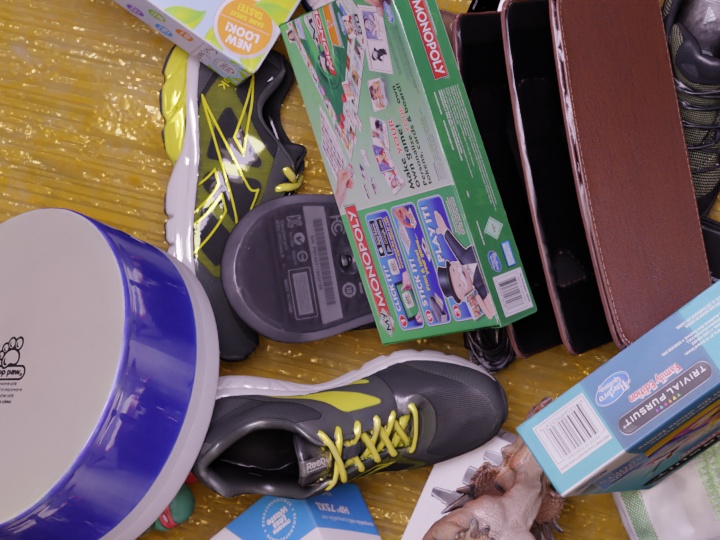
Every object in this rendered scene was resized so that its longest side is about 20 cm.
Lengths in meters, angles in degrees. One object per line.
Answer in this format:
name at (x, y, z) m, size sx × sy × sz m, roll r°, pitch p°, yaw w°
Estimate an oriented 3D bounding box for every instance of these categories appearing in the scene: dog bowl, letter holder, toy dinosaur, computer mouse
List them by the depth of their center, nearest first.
letter holder at (0.112, -0.054, 1.259) m, size 0.100 × 0.142 × 0.201 m, roll -10°, pitch 93°, yaw 30°
toy dinosaur at (0.054, 0.169, 1.296) m, size 0.199 × 0.136 × 0.086 m, roll -32°, pitch 103°, yaw -3°
dog bowl at (-0.180, 0.068, 1.322) m, size 0.199 × 0.079 × 0.201 m, roll -19°, pitch 59°, yaw 34°
computer mouse at (0.000, 0.000, 1.371) m, size 0.199 × 0.053 × 0.139 m, roll -4°, pitch 87°, yaw -27°

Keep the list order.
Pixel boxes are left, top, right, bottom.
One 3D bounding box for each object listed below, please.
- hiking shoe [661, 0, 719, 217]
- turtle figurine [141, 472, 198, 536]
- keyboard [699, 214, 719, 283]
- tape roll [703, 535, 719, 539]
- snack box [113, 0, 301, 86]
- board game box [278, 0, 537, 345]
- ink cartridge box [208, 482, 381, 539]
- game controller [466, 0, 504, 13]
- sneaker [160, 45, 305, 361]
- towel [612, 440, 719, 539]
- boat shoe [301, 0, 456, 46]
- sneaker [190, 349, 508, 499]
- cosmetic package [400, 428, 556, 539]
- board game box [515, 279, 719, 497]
hiking shoe at (0.191, -0.110, 1.333) m, size 0.075 × 0.101 × 0.201 m, roll 13°, pitch 99°, yaw 11°
turtle figurine at (-0.177, 0.136, 1.414) m, size 0.199 × 0.101 × 0.150 m, roll 4°, pitch 71°, yaw 27°
keyboard at (0.211, 0.020, 1.363) m, size 0.199 × 0.040 × 0.104 m, roll 23°, pitch 108°, yaw -1°
tape roll at (0.135, 0.209, 1.279) m, size 0.202 × 0.203 × 0.037 m, roll -28°, pitch 86°, yaw 10°
snack box at (-0.075, -0.234, 1.358) m, size 0.142 × 0.053 × 0.200 m, roll 34°, pitch 76°, yaw -10°
board game box at (0.024, -0.061, 1.284) m, size 0.029 × 0.134 × 0.201 m, roll -20°, pitch 94°, yaw -28°
ink cartridge box at (-0.023, 0.238, 1.353) m, size 0.116 × 0.067 × 0.201 m, roll -40°, pitch 58°, yaw 24°
game controller at (0.127, -0.171, 1.378) m, size 0.104 × 0.042 × 0.201 m, roll 26°, pitch 95°, yaw 10°
sneaker at (-0.074, -0.045, 1.395) m, size 0.084 × 0.074 × 0.201 m, roll -6°, pitch 90°, yaw 11°
towel at (0.264, 0.154, 1.355) m, size 0.199 × 0.031 × 0.150 m, roll -21°, pitch 90°, yaw 17°
boat shoe at (0.037, -0.122, 1.355) m, size 0.072 × 0.072 × 0.200 m, roll -35°, pitch 62°, yaw 0°
sneaker at (-0.010, 0.101, 1.321) m, size 0.199 × 0.085 × 0.075 m, roll -8°, pitch 112°, yaw -1°
cosmetic package at (0.056, 0.195, 1.394) m, size 0.082 × 0.051 × 0.201 m, roll 24°, pitch 96°, yaw 11°
board game box at (0.185, 0.064, 1.254) m, size 0.151 × 0.200 × 0.047 m, roll -37°, pitch 74°, yaw 15°
